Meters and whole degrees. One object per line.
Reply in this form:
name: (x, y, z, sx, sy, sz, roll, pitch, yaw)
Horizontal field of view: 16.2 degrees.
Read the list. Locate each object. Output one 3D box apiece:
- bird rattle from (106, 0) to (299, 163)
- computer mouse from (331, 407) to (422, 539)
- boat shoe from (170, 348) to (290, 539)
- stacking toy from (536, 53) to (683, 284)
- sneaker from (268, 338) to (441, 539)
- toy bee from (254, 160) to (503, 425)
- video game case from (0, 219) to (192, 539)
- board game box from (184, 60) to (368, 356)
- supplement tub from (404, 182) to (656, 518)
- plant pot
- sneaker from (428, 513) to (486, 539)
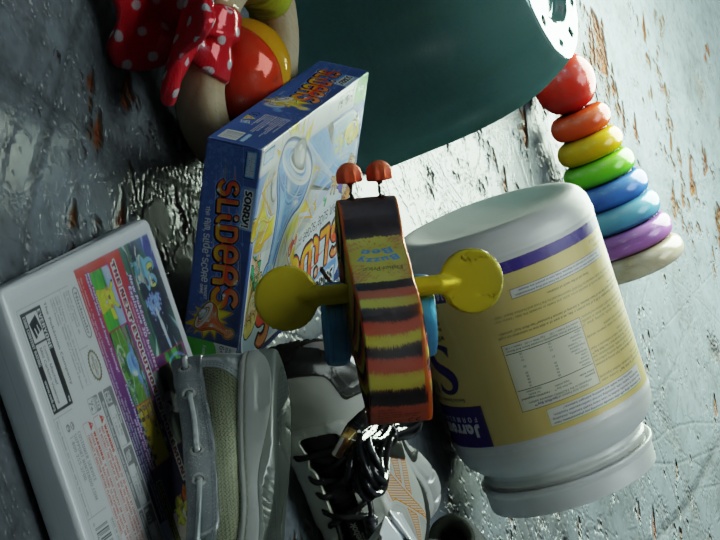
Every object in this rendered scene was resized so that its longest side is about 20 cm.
bird rattle: (-0.071, -0.135, 1.484, 0.200, 0.112, 0.164, -66, 153, -54)
computer mouse: (0.027, 0.170, 1.399, 0.110, 0.044, 0.201, -43, 125, -74)
boat shoe: (-0.074, 0.132, 1.293, 0.075, 0.064, 0.203, 76, 16, -60)
stacking toy: (0.204, -0.092, 2.165, 0.201, 0.085, 0.085, 68, 22, -8)
sneaker: (-0.004, 0.117, 1.510, 0.200, 0.073, 0.080, 55, 31, -41)
toy bee: (0.000, 0.000, 1.420, 0.200, 0.130, 0.109, 35, -46, 55)
video game case: (-0.122, 0.087, 1.306, 0.182, 0.023, 0.201, -33, 106, -68)
board game box: (-0.048, -0.034, 1.476, 0.200, 0.034, 0.136, -45, 146, -66)
supplement tub: (0.117, 0.055, 1.754, 0.145, 0.145, 0.201, -42, 115, -66)
plant pot: (0.054, -0.182, 1.731, 0.201, 0.160, 0.202, 48, 35, -50)
sneaker: (0.049, 0.219, 1.594, 0.080, 0.074, 0.200, 60, 18, -11)
